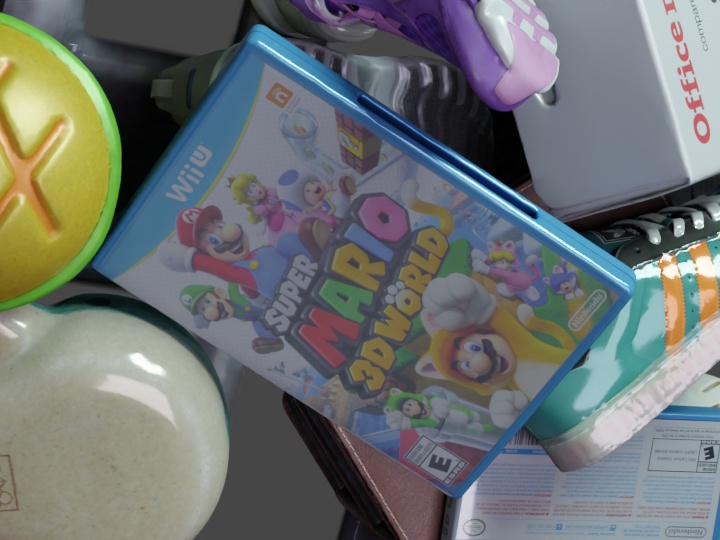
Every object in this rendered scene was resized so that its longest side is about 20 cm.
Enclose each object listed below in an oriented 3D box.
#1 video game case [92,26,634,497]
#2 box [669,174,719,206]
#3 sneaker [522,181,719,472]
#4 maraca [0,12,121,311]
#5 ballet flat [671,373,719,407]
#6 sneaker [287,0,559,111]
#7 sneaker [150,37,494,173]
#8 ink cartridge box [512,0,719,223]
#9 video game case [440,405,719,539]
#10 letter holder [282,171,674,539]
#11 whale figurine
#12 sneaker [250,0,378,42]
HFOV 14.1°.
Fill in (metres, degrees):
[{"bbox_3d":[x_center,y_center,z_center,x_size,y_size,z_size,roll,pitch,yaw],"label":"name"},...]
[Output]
[{"bbox_3d":[0.000,0.000,1.283,0.199,0.018,0.143,33,122,-9],"label":"video game case"},{"bbox_3d":[0.238,-0.047,1.479,0.199,0.039,0.042,-12,106,-38],"label":"box"},{"bbox_3d":[0.143,0.000,1.351,0.200,0.071,0.080,-43,106,-15],"label":"sneaker"},{"bbox_3d":[-0.203,-0.050,1.270,0.199,0.107,0.138,6,94,-1],"label":"maraca"},{"bbox_3d":[0.178,0.081,1.498,0.200,0.067,0.063,17,90,-53],"label":"ballet flat"},{"bbox_3d":[0.010,-0.131,1.255,0.088,0.201,0.080,-38,146,6],"label":"sneaker"},{"bbox_3d":[-0.012,-0.073,1.370,0.199,0.082,0.075,21,82,-47],"label":"sneaker"},{"bbox_3d":[0.151,-0.117,1.346,0.200,0.084,0.147,-22,96,-50],"label":"ink cartridge box"},{"bbox_3d":[0.102,0.162,1.407,0.142,0.018,0.201,3,103,-21],"label":"video game case"},{"bbox_3d":[0.058,0.023,1.417,0.200,0.101,0.143,-36,117,-10],"label":"letter holder"},{"bbox_3d":[-0.159,0.075,1.349,0.199,0.104,0.160,-7,114,3],"label":"whale figurine"},{"bbox_3d":[0.047,-0.165,1.349,0.200,0.092,0.076,-39,120,-8],"label":"sneaker"}]
